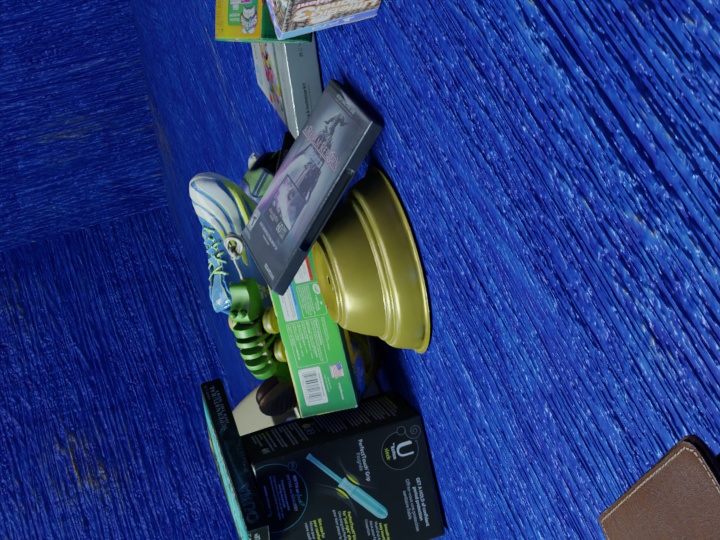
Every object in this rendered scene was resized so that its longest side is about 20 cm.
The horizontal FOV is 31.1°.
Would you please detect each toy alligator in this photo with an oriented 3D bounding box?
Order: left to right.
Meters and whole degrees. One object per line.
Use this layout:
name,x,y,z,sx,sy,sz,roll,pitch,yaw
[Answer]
toy alligator,-0.125,0.056,1.454,0.054,0.059,0.201,-53,-47,-47

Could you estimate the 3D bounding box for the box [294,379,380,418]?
box,-0.046,0.132,1.674,0.035,0.109,0.201,87,163,-49

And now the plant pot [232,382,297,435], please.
plant pot,-0.069,0.244,1.768,0.178,0.198,0.201,108,146,-51

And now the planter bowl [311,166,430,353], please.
planter bowl,0.000,0.000,1.350,0.200,0.083,0.202,164,90,-79

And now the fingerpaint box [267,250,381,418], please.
fingerpaint box,-0.041,0.045,1.496,0.167,0.073,0.202,-47,-55,-75

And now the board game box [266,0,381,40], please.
board game box,-0.037,-0.311,1.081,0.200,0.096,0.161,131,123,-76

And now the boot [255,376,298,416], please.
boot,-0.114,0.085,1.635,0.166,0.200,0.073,34,134,16

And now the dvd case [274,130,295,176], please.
dvd case,-0.087,-0.064,1.648,0.201,0.024,0.151,-84,-11,-55

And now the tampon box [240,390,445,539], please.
tampon box,-0.024,0.248,1.499,0.126,0.198,0.151,-149,46,-74

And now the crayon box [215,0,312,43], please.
crayon box,-0.105,-0.305,1.389,0.200,0.058,0.120,-154,66,-67

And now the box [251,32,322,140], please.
box,-0.093,-0.262,1.554,0.200,0.041,0.157,-121,20,-55

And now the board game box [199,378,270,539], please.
board game box,-0.141,0.242,1.478,0.136,0.028,0.201,91,161,-50

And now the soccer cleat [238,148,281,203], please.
soccer cleat,-0.114,-0.128,1.727,0.084,0.064,0.200,-62,2,21

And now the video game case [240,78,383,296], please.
video game case,-0.055,-0.089,1.342,0.201,0.019,0.143,-60,28,13

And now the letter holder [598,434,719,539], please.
letter holder,0.205,0.168,0.569,0.142,0.100,0.201,103,149,-63

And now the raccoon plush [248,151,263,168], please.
raccoon plush,-0.182,-0.070,1.989,0.097,0.133,0.201,91,159,-58

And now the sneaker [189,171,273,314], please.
sneaker,-0.148,-0.016,1.513,0.075,0.105,0.201,-26,107,40
